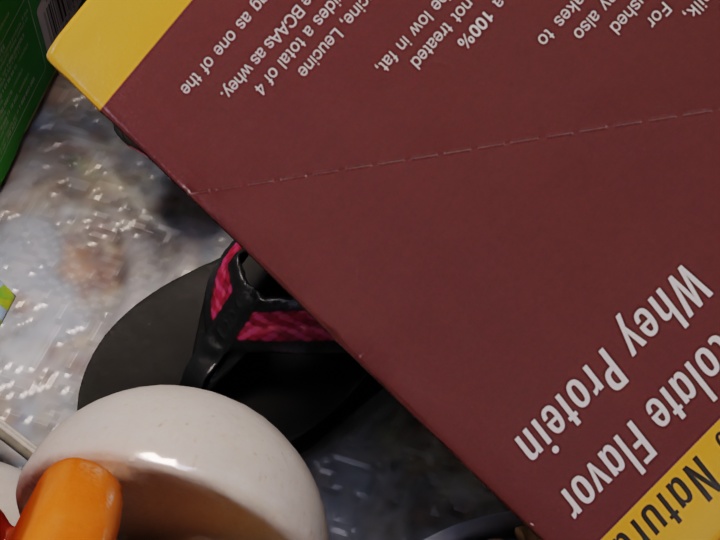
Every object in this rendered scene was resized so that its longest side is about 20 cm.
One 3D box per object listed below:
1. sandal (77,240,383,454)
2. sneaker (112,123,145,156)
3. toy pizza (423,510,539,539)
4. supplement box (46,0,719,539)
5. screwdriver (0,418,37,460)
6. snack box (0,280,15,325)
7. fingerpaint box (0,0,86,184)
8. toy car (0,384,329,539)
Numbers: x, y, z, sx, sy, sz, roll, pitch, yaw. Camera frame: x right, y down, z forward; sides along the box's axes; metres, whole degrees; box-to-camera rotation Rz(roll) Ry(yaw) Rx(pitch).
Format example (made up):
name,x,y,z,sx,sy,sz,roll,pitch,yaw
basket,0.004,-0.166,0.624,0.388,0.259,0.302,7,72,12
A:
name,x,y,z,sx,sy,sz,roll,pitch,yaw
sandal,0.000,0.000,0.820,0.200,0.045,0.075,-27,55,-13
sneaker,-0.024,-0.096,0.878,0.079,0.096,0.200,21,33,21
toy pizza,0.081,0.137,0.660,0.200,0.032,0.201,16,46,-17
supplement box,0.073,-0.061,0.672,0.200,0.133,0.197,44,108,5
screwdriver,-0.058,0.076,0.778,0.200,0.028,0.029,39,95,26
snack box,-0.215,-0.007,0.745,0.200,0.142,0.053,-10,45,38
fingerpaint box,-0.197,-0.067,0.877,0.166,0.073,0.200,12,55,15
toy car,-0.115,0.103,0.667,0.200,0.150,0.175,-18,43,41
